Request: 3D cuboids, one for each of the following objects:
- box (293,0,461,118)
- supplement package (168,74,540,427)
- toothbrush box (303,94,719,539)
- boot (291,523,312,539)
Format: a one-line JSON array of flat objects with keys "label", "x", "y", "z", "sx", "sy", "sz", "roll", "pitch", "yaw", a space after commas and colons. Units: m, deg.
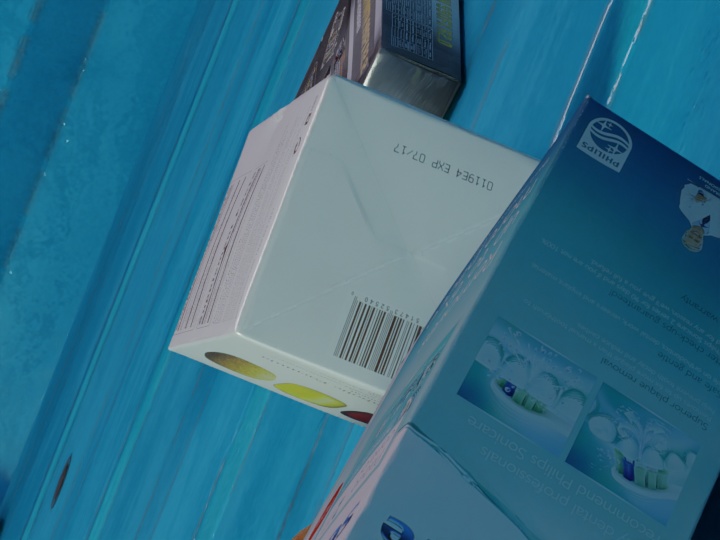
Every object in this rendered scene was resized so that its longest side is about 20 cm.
[{"label": "box", "x": 0.002, "y": -0.089, "z": 1.478, "sx": 0.200, "sy": 0.048, "sz": 0.159, "roll": -89, "pitch": 23, "yaw": -61}, {"label": "supplement package", "x": 0.000, "y": 0.000, "z": 1.131, "sx": 0.200, "sy": 0.113, "sz": 0.110, "roll": 162, "pitch": 130, "yaw": -78}, {"label": "toothbrush box", "x": 0.036, "y": 0.073, "z": 0.763, "sx": 0.200, "sy": 0.085, "sz": 0.147, "roll": -60, "pitch": 2, "yaw": -41}, {"label": "boot", "x": -0.015, "y": 0.144, "z": 1.049, "sx": 0.200, "sy": 0.073, "sz": 0.155, "roll": -60, "pitch": 9, "yaw": 30}]
